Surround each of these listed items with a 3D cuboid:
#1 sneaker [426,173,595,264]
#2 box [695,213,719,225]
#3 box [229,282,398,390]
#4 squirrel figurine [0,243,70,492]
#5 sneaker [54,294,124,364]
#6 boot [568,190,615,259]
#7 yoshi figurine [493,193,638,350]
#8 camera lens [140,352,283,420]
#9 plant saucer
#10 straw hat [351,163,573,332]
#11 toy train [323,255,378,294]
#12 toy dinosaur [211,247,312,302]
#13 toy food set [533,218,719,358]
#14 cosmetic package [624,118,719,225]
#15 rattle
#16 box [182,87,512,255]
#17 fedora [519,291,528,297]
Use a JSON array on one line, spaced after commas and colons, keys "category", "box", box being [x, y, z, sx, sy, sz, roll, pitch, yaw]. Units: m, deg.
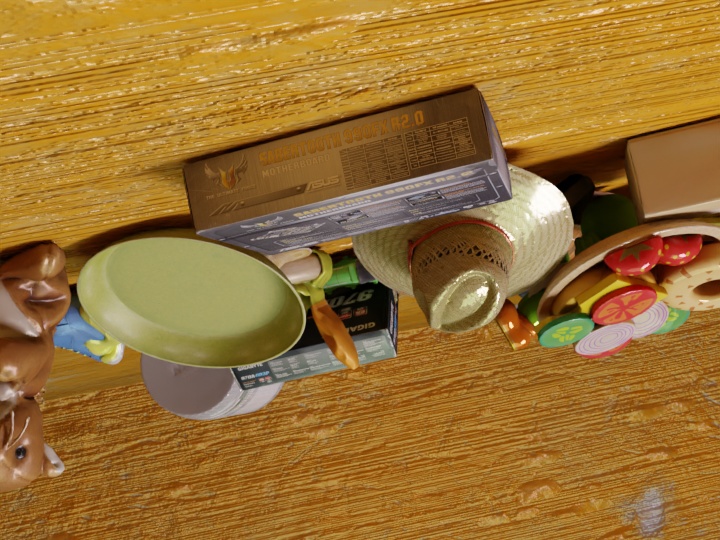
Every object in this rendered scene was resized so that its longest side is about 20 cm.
[{"category": "sneaker", "box": [0.129, -0.045, 0.973, 0.199, 0.114, 0.076, -41, 162, 9]}, {"category": "box", "box": [0.379, -0.038, 1.064, 0.200, 0.050, 0.075, 2, -163, 45]}, {"category": "box", "box": [-0.052, 0.061, 1.213, 0.200, 0.046, 0.159, -13, -147, 13]}, {"category": "squirrel figurine", "box": [-0.304, 0.092, 0.847, 0.141, 0.187, 0.200, -10, 173, -12]}, {"category": "sneaker", "box": [-0.311, 0.057, 1.092, 0.105, 0.076, 0.200, 3, 161, -16]}, {"category": "boot", "box": [0.187, -0.033, 1.118, 0.200, 0.074, 0.155, -21, 168, -13]}, {"category": "yoshi figurine", "box": [0.218, -0.008, 1.014, 0.200, 0.112, 0.112, -32, 137, 4]}, {"category": "camera lens", "box": [-0.201, 0.128, 1.402, 0.160, 0.160, 0.200, -13, 173, 14]}, {"category": "plant saucer", "box": [-0.146, 0.022, 0.873, 0.199, 0.031, 0.200, 4, 144, 3]}, {"category": "straw hat", "box": [0.084, 0.004, 0.834, 0.201, 0.085, 0.201, 3, 143, 2]}, {"category": "toy train", "box": [0.000, 0.000, 1.170, 0.200, 0.042, 0.056, -14, -176, 17]}, {"category": "toy dinosaur", "box": [-0.095, -0.007, 0.929, 0.101, 0.058, 0.200, -12, 173, -4]}, {"category": "toy food set", "box": [0.259, 0.022, 0.921, 0.200, 0.049, 0.198, 12, 140, -40]}, {"category": "cosmetic package", "box": [0.338, -0.095, 0.867, 0.200, 0.071, 0.105, -13, 173, 13]}, {"category": "rattle", "box": [-0.120, 0.057, 1.097, 0.200, 0.143, 0.130, -16, -167, -14]}, {"category": "box", "box": [-0.001, -0.061, 0.690, 0.200, 0.048, 0.158, -13, 172, 12]}, {"category": "fedora", "box": [0.264, -0.011, 1.313, 0.200, 0.092, 0.201, -12, 172, -2]}]
